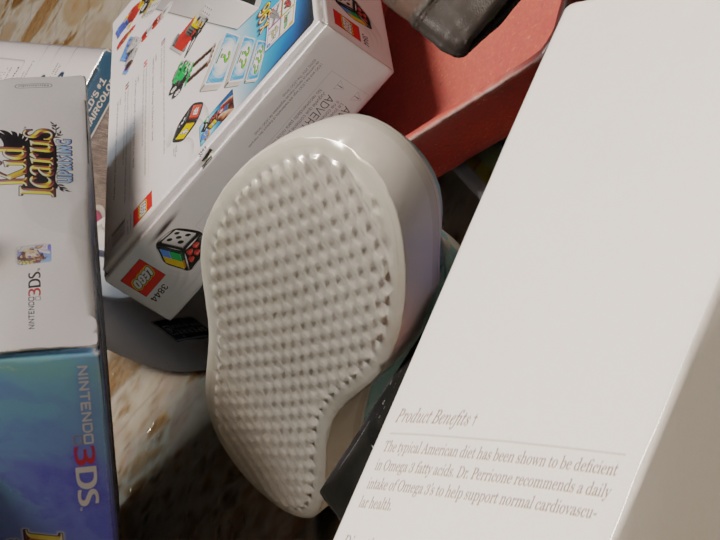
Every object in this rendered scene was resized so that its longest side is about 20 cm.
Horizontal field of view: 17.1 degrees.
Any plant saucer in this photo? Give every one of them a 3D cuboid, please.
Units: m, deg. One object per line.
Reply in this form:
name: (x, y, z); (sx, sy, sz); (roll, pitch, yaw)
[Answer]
plant saucer: (0.041, -0.108, 0.841); (0.199, 0.037, 0.201); (-30, 35, 51)

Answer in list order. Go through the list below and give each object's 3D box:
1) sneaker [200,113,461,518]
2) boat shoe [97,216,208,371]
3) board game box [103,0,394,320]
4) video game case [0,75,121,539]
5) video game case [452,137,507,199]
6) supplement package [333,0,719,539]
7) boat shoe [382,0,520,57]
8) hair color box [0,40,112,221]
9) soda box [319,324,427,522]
sneaker: (0.000, 0.000, 0.741); (0.082, 0.074, 0.200); (-44, -12, -27)
boat shoe: (-0.070, -0.006, 0.957); (0.200, 0.072, 0.066); (-9, 48, 59)
board game box: (-0.047, -0.084, 0.902); (0.126, 0.035, 0.200); (-46, 24, 22)
video game case: (-0.109, 0.061, 0.851); (0.181, 0.045, 0.201); (-105, 12, -57)
video game case: (0.098, -0.093, 0.792); (0.182, 0.023, 0.200); (-55, 26, 9)
supplement package: (0.083, 0.044, 0.550); (0.117, 0.117, 0.201); (-2, 61, 63)
boat shoe: (0.075, -0.118, 0.701); (0.200, 0.065, 0.073); (-31, -6, -29)
hair color box: (-0.157, -0.057, 1.189); (0.100, 0.060, 0.200); (-62, 24, -6)
soda box: (0.074, 0.005, 0.666); (0.200, 0.071, 0.063); (-57, 20, 4)
